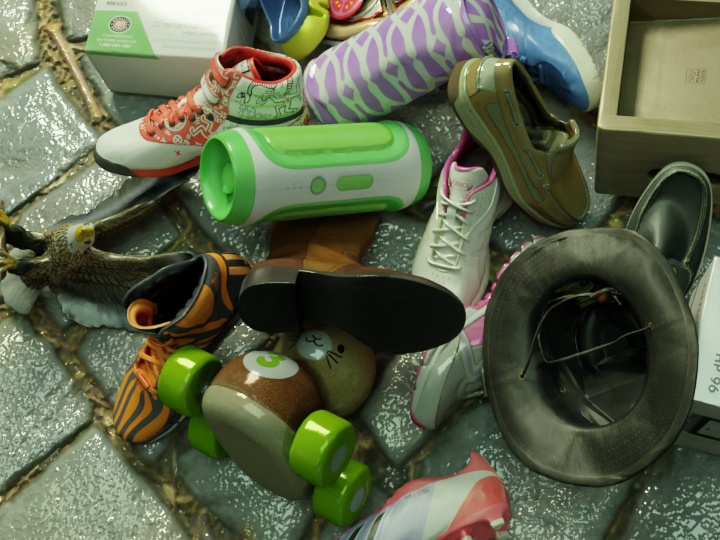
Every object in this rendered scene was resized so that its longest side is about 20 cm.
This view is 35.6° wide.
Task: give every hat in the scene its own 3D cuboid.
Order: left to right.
[{"bbox_3d":[0.188,0.071,0.879,0.199,0.081,0.203,-13,69,35],"label":"hat"}]

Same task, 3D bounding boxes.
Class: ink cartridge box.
[{"bbox_3d":[-0.176,-0.281,1.118,0.143,0.088,0.202,6,70,10],"label":"ink cartridge box"},{"bbox_3d":[0.285,0.066,0.874,0.067,0.200,0.117,14,73,9],"label":"ink cartridge box"}]

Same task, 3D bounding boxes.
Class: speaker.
[{"bbox_3d":[-0.037,-0.087,0.987,0.198,0.089,0.089,-8,65,-32],"label":"speaker"}]

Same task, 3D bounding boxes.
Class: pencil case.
[{"bbox_3d":[0.042,-0.189,1.012,0.198,0.085,0.085,-18,56,34],"label":"pencil case"}]

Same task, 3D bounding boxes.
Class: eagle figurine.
[{"bbox_3d":[-0.245,-0.022,1.033,0.198,0.151,0.154,-1,112,-25],"label":"eagle figurine"}]

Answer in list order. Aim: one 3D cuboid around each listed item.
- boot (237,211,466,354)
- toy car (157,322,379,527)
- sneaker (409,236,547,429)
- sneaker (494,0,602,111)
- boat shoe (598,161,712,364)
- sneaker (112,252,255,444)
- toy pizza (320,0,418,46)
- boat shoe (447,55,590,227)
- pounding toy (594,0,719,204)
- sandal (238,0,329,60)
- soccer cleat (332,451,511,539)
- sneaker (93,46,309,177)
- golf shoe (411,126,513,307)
[{"bbox_3d":[0.000,0.000,0.966,0.186,0.200,0.069,-2,112,8],"label":"boot"},{"bbox_3d":[-0.040,0.081,0.950,0.163,0.158,0.201,22,63,25],"label":"toy car"},{"bbox_3d":[0.123,0.066,0.960,0.088,0.081,0.200,41,81,20],"label":"sneaker"},{"bbox_3d":[0.130,-0.202,1.054,0.111,0.077,0.201,-33,67,-9],"label":"sneaker"},{"bbox_3d":[0.243,0.009,0.931,0.071,0.068,0.202,21,101,7],"label":"boat shoe"},{"bbox_3d":[-0.175,0.063,0.960,0.077,0.112,0.201,37,101,24],"label":"sneaker"},{"bbox_3d":[0.013,-0.306,1.094,0.198,0.032,0.202,-15,55,23],"label":"toy pizza"},{"bbox_3d":[0.154,-0.104,0.955,0.076,0.200,0.072,-5,56,41],"label":"boat shoe"},{"bbox_3d":[0.313,-0.129,0.991,0.197,0.143,0.186,7,63,13],"label":"pounding toy"},{"bbox_3d":[-0.074,-0.307,1.078,0.079,0.086,0.202,-26,55,42],"label":"sandal"},{"bbox_3d":[0.030,0.218,0.934,0.198,0.067,0.077,-22,52,0],"label":"soccer cleat"},{"bbox_3d":[-0.145,-0.147,1.010,0.199,0.109,0.068,-3,45,-5],"label":"sneaker"},{"bbox_3d":[0.085,-0.044,0.995,0.075,0.092,0.202,13,73,23],"label":"golf shoe"}]
